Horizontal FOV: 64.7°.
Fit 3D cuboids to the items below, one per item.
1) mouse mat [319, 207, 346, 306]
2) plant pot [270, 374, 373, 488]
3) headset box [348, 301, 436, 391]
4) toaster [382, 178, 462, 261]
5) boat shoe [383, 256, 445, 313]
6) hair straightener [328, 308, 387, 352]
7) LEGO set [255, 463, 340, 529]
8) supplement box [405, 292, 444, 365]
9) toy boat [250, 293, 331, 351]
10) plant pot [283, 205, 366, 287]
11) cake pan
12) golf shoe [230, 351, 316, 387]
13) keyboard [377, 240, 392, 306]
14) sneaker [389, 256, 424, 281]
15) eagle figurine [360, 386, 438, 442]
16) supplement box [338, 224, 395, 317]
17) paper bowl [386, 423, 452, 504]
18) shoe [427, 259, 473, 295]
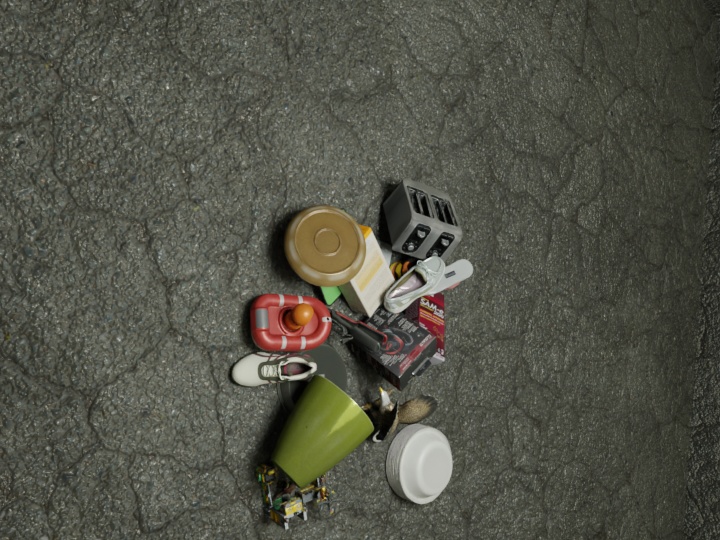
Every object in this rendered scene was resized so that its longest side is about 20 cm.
[{"bbox_3d":[-0.061,-0.031,1.406,0.161,0.007,0.203,-46,136,-31],"label":"mouse mat"},{"bbox_3d":[-0.101,0.374,1.272,0.200,0.186,0.188,-47,114,-23],"label":"plant pot"},{"bbox_3d":[0.089,0.195,1.442,0.148,0.198,0.076,-42,146,-23],"label":"headset box"},{"bbox_3d":[0.163,-0.136,1.538,0.178,0.119,0.203,16,44,-29],"label":"toaster"},{"bbox_3d":[0.141,0.030,1.469,0.200,0.065,0.075,-36,64,-14],"label":"boat shoe"},{"bbox_3d":[-0.034,0.142,1.397,0.198,0.041,0.077,32,41,14],"label":"hair straightener"},{"bbox_3d":[-0.139,0.501,1.316,0.197,0.115,0.158,1,87,-37],"label":"LEGO set"},{"bbox_3d":[0.178,0.148,1.574,0.108,0.060,0.204,26,54,-33],"label":"supplement box"},{"bbox_3d":[-0.150,0.113,1.310,0.197,0.130,0.133,6,69,-36],"label":"toy boat"},{"bbox_3d":[-0.078,-0.063,1.309,0.195,0.028,0.205,5,70,-15],"label":"plant pot"},{"bbox_3d":[-0.111,0.270,1.399,0.197,0.036,0.205,3,86,-36],"label":"cake pan"},{"bbox_3d":[-0.196,0.220,1.289,0.195,0.088,0.079,-4,83,-15],"label":"golf shoe"},{"bbox_3d":[0.049,0.022,1.552,0.056,0.011,0.204,22,75,-39],"label":"keyboard"},{"bbox_3d":[0.174,-0.023,1.595,0.198,0.089,0.071,-30,105,-33],"label":"sneaker"},{"bbox_3d":[0.083,0.363,1.437,0.150,0.198,0.154,40,69,-31],"label":"eagle figurine"},{"bbox_3d":[0.000,0.000,1.428,0.127,0.073,0.202,-50,135,-26],"label":"supplement box"},{"bbox_3d":[0.174,0.532,1.560,0.197,0.103,0.206,3,84,-36],"label":"paper bowl"},{"bbox_3d":[0.213,0.030,1.575,0.197,0.091,0.073,-18,75,-21],"label":"shoe"}]
